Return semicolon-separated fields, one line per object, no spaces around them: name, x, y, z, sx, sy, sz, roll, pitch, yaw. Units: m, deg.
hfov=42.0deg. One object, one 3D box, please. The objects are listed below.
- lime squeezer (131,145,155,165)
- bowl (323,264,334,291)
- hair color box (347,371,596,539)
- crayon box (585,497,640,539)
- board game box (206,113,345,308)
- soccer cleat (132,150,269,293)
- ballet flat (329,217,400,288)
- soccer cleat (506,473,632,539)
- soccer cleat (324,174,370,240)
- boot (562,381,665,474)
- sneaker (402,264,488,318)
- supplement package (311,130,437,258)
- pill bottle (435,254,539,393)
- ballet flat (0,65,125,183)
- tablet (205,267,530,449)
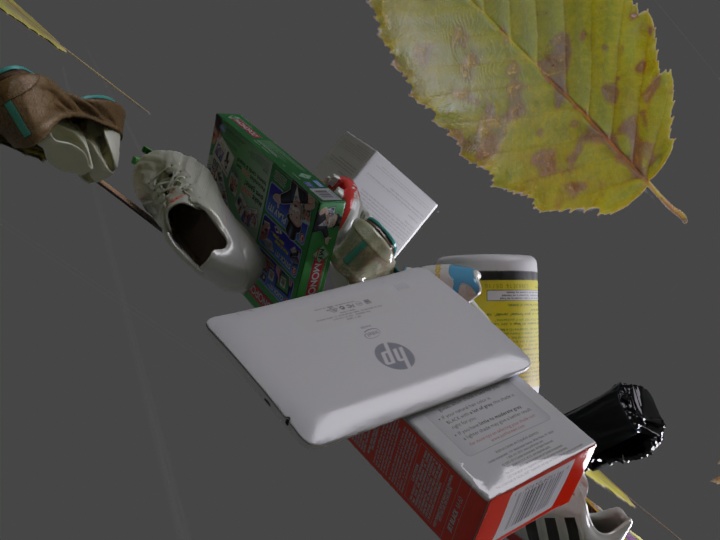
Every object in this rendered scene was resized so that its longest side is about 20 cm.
lime squeezer;-0.250;-0.139;1.204;0.071;0.038;0.200;39;4;-14
bowl;-0.015;0.043;1.050;0.199;0.075;0.200;40;3;4
hair color box;0.050;0.095;0.658;0.110;0.064;0.200;-15;44;-37
crayon box;0.272;0.302;0.876;0.200;0.058;0.119;39;2;-18
board game box;-0.090;-0.044;0.856;0.029;0.135;0.200;-4;31;-35
soccer cleat;-0.155;-0.055;0.835;0.200;0.069;0.077;45;8;34
ballet flat;0.000;0.000;0.879;0.067;0.062;0.200;45;-6;14
soccer cleat;0.126;0.171;0.716;0.200;0.085;0.069;39;3;-19
soccer cleat;-0.018;-0.056;1.001;0.085;0.069;0.200;34;-1;-14
boot;0.227;0.183;0.942;0.200;0.167;0.077;30;35;-57
sneaker;0.090;0.087;0.911;0.077;0.080;0.201;-75;157;-57
supplement package;-0.023;-0.057;1.211;0.121;0.200;0.120;38;3;-28
pill bottle;0.137;0.085;1.018;0.111;0.202;0.112;-1;-3;0
ballet flat;-0.232;-0.109;0.757;0.073;0.068;0.200;60;4;4
tablet;0.009;0.050;0.640;0.199;0.014;0.130;-14;42;-37
